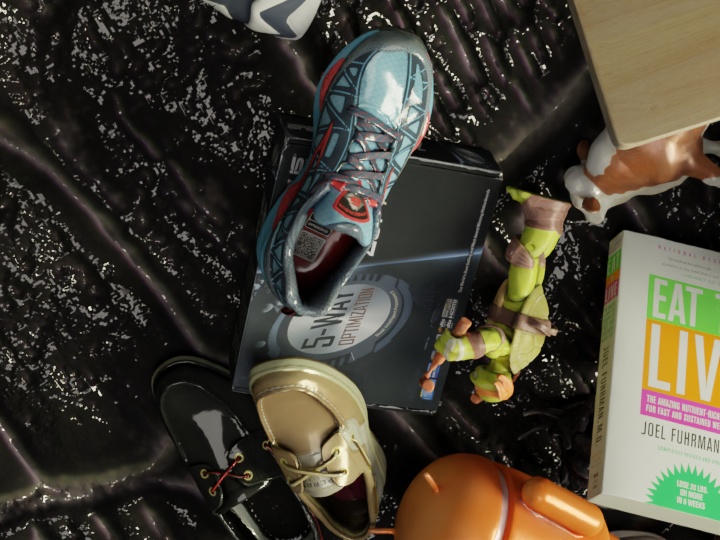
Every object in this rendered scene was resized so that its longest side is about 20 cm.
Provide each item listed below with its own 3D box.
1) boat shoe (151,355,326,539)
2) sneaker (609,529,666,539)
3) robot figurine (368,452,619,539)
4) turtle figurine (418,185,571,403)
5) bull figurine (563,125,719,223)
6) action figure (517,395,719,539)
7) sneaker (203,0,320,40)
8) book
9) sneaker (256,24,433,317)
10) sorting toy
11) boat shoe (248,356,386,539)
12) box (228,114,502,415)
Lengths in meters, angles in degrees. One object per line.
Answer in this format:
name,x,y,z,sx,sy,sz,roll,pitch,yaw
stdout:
boat shoe,-0.089,0.149,1.050,0.073,0.063,0.202,-28,116,11
sneaker,0.175,0.286,1.140,0.198,0.100,0.075,-27,117,3
robot figurine,0.108,0.211,1.057,0.198,0.144,0.118,26,81,-21
turtle figurine,0.105,0.026,0.970,0.064,0.199,0.163,17,95,25
bull figurine,0.223,-0.110,0.968,0.120,0.065,0.202,13,115,-17
action figure,0.226,0.140,1.076,0.198,0.102,0.120,26,137,16
sneaker,-0.067,-0.247,0.842,0.128,0.080,0.200,10,125,-23
book,0.234,0.082,1.003,0.132,0.202,0.048,15,155,-12
sneaker,-0.001,-0.056,0.891,0.078,0.096,0.202,16,113,-17
sorting toy,0.222,-0.196,0.879,0.198,0.070,0.201,-17,86,0
boat shoe,-0.025,0.133,1.009,0.073,0.067,0.200,-14,142,16
box,0.000,0.000,0.998,0.158,0.044,0.202,9,115,-14
